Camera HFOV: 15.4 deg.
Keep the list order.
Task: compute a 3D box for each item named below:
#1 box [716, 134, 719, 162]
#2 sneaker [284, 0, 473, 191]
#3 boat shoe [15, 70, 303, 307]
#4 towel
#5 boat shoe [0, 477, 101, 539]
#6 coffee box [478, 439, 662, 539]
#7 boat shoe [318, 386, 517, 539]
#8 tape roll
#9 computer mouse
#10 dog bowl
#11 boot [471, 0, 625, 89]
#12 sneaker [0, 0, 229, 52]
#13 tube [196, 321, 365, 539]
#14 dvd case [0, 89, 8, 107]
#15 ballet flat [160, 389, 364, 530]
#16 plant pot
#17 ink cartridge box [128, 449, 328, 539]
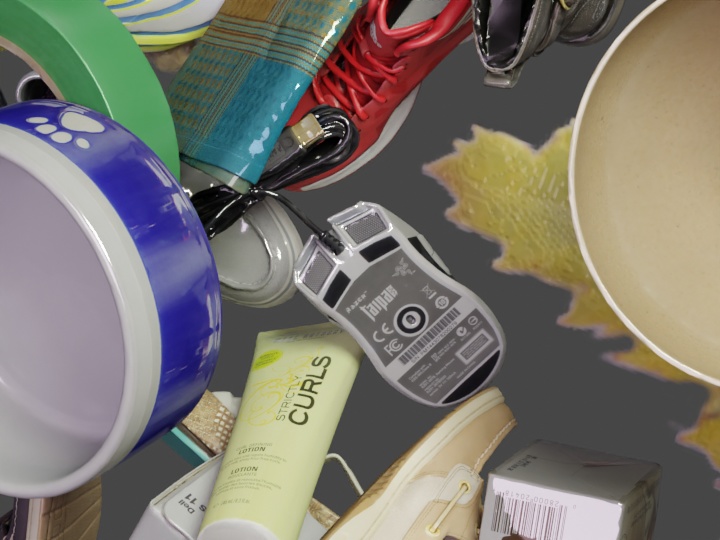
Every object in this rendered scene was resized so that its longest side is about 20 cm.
[{"bbox_3d":[0.261,-0.124,1.371,0.148,0.104,0.200,47,108,8],"label":"box"},{"bbox_3d":[0.000,-0.120,1.455,0.078,0.116,0.200,45,106,10],"label":"sneaker"},{"bbox_3d":[-0.117,-0.051,1.528,0.200,0.069,0.072,47,107,9],"label":"boat shoe"},{"bbox_3d":[-0.040,-0.138,1.442,0.022,0.147,0.200,34,87,-27],"label":"towel"},{"bbox_3d":[-0.196,0.173,1.563,0.065,0.072,0.200,17,120,22],"label":"boat shoe"},{"bbox_3d":[0.104,0.205,1.454,0.080,0.114,0.200,11,100,17],"label":"coffee box"},{"bbox_3d":[0.031,0.141,1.443,0.069,0.200,0.074,45,142,2],"label":"boat shoe"},{"bbox_3d":[-0.191,-0.067,1.462,0.200,0.048,0.201,13,114,32],"label":"tape roll"},{"bbox_3d":[0.000,0.000,1.475,0.110,0.044,0.200,-42,115,6],"label":"computer mouse"},{"bbox_3d":[-0.173,0.014,1.399,0.200,0.079,0.200,14,115,32],"label":"dog bowl"},{"bbox_3d":[0.103,-0.197,1.381,0.069,0.174,0.200,4,97,19],"label":"boot"},{"bbox_3d":[-0.165,-0.157,1.514,0.200,0.105,0.076,-8,93,20],"label":"sneaker"},{"bbox_3d":[-0.044,0.090,1.462,0.058,0.200,0.052,25,128,-5],"label":"tube"},{"bbox_3d":[-0.224,0.001,1.558,0.146,0.022,0.200,-21,93,40],"label":"dvd case"},{"bbox_3d":[-0.047,0.119,1.533,0.200,0.071,0.065,44,80,7],"label":"ballet flat"},{"bbox_3d":[0.211,-0.048,1.270,0.200,0.134,0.201,2,97,18],"label":"plant pot"},{"bbox_3d":[-0.080,0.220,1.499,0.147,0.083,0.200,41,130,11],"label":"ink cartridge box"}]
